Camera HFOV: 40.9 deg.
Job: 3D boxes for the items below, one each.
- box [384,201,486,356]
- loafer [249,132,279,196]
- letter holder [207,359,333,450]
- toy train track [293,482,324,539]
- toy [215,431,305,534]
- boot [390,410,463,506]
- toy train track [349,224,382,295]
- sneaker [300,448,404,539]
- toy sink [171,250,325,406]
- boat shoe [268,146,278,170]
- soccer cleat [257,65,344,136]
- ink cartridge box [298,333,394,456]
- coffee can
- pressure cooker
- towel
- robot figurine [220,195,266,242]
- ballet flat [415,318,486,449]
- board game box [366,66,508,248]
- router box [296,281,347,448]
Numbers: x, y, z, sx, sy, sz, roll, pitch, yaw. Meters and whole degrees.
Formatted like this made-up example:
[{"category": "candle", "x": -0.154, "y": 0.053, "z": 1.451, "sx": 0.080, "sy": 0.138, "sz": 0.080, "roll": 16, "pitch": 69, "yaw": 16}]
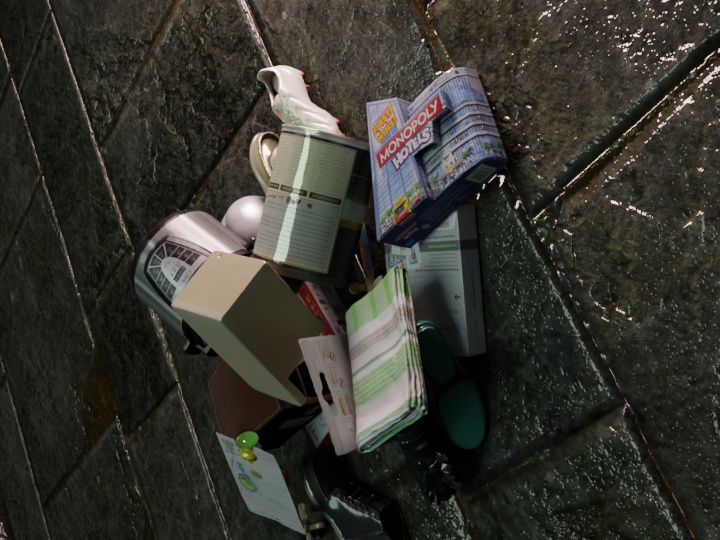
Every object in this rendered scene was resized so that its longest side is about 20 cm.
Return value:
[{"category": "box", "x": 0.097, "y": 0.012, "z": 1.311, "sx": 0.156, "sy": 0.041, "sz": 0.201, "roll": -3, "pitch": 92, "yaw": 52}, {"category": "loafer", "x": -0.118, "y": -0.144, "z": 1.541, "sx": 0.068, "sy": 0.075, "sz": 0.201, "roll": -38, "pitch": 62, "yaw": 37}, {"category": "letter holder", "x": -0.148, "y": 0.187, "z": 1.527, "sx": 0.200, "sy": 0.100, "sz": 0.143, "roll": -45, "pitch": 59, "yaw": 45}, {"category": "toy train track", "x": -0.074, "y": 0.401, "z": 1.539, "sx": 0.200, "sy": 0.032, "sz": 0.115, "roll": 88, "pitch": 167, "yaw": -65}, {"category": "toy", "x": -0.146, "y": 0.322, "z": 1.511, "sx": 0.115, "sy": 0.047, "sz": 0.201, "roll": 14, "pitch": 140, "yaw": 31}, {"category": "boot", "x": 0.070, "y": 0.207, "z": 1.310, "sx": 0.163, "sy": 0.073, "sz": 0.199, "roll": 62, "pitch": -177, "yaw": -38}, {"category": "toy train track", "x": 0.000, "y": 0.000, "z": 1.404, "sx": 0.115, "sy": 0.032, "sz": 0.201, "roll": 117, "pitch": 146, "yaw": -66}, {"category": "sneaker", "x": -0.007, "y": 0.345, "z": 1.472, "sx": 0.200, "sy": 0.075, "sz": 0.106, "roll": 56, "pitch": 132, "yaw": 12}, {"category": "toy sink", "x": -0.139, "y": 0.078, "z": 1.347, "sx": 0.130, "sy": 0.112, "sz": 0.200, "roll": 11, "pitch": 147, "yaw": 49}, {"category": "boat shoe", "x": -0.062, "y": -0.112, "z": 1.454, "sx": 0.076, "sy": 0.072, "sz": 0.200, "roll": -34, "pitch": 89, "yaw": 34}, {"category": "soccer cleat", "x": -0.094, "y": -0.240, "z": 1.489, "sx": 0.200, "sy": 0.077, "sz": 0.069, "roll": 58, "pitch": 136, "yaw": 29}, {"category": "ink cartridge box", "x": -0.021, "y": 0.169, "z": 1.311, "sx": 0.047, "sy": 0.200, "sz": 0.161, "roll": -25, "pitch": 77, "yaw": 27}, {"category": "coffee can", "x": -0.063, "y": -0.090, "z": 1.357, "sx": 0.146, "sy": 0.146, "sz": 0.201, "roll": 19, "pitch": 96, "yaw": 49}, {"category": "pressure cooker", "x": -0.227, "y": 0.020, "z": 1.474, "sx": 0.200, "sy": 0.178, "sz": 0.176, "roll": 36, "pitch": 141, "yaw": 25}, {"category": "towel", "x": 0.023, "y": 0.113, "z": 1.230, "sx": 0.149, "sy": 0.031, "sz": 0.201, "roll": -42, "pitch": 46, "yaw": 45}, {"category": "robot figurine", "x": -0.187, "y": -0.045, "z": 1.609, "sx": 0.200, "sy": 0.112, "sz": 0.170, "roll": -54, "pitch": 35, "yaw": 42}, {"category": "ballet flat", "x": 0.107, "y": 0.142, "z": 1.270, "sx": 0.201, "sy": 0.067, "sz": 0.070, "roll": 63, "pitch": 171, "yaw": -22}, {"category": "board game box", "x": 0.080, "y": -0.168, "z": 1.258, "sx": 0.200, "sy": 0.061, "sz": 0.201, "roll": -42, "pitch": 50, "yaw": 39}, {"category": "router box", "x": -0.060, "y": 0.147, "z": 1.526, "sx": 0.200, "sy": 0.049, "sz": 0.180, "roll": 57, "pitch": 135, "yaw": 29}]
